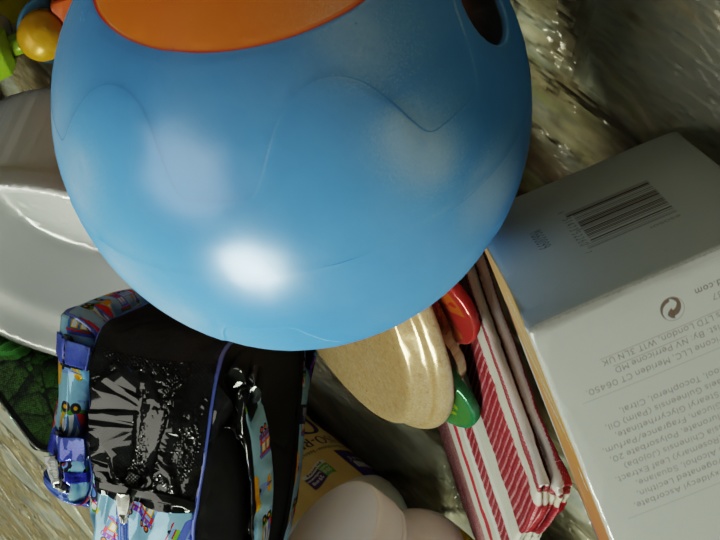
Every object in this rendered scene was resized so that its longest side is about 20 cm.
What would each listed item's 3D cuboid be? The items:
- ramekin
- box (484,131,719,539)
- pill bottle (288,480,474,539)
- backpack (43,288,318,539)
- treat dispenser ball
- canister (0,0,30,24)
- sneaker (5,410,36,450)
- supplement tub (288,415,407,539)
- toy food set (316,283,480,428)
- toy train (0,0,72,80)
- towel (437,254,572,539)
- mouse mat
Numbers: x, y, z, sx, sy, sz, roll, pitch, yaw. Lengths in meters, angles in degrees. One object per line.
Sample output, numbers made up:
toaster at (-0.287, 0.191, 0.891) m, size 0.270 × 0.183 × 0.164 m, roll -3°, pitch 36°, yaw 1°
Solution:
ramekin at (-0.187, -0.031, 0.995) m, size 0.199 × 0.098 × 0.201 m, roll 8°, pitch 146°, yaw 5°
box at (0.139, 0.065, 0.638) m, size 0.152 × 0.106 × 0.201 m, roll -104°, pitch -9°, yaw -72°
pill bottle at (0.047, 0.218, 0.909) m, size 0.200 × 0.113 × 0.112 m, roll 42°, pitch 155°, yaw -25°
backpack at (-0.106, 0.119, 0.888) m, size 0.133 × 0.183 × 0.202 m, roll 8°, pitch 102°, yaw 12°
treat dispenser ball at (-0.028, -0.068, 0.621) m, size 0.200 × 0.200 × 0.202 m, roll 35°, pitch 144°, yaw 31°
canister at (-0.337, -0.241, 1.095) m, size 0.199 × 0.086 × 0.149 m, roll 14°, pitch 131°, yaw 46°
sneaker at (-0.231, 0.092, 1.232) m, size 0.074 × 0.118 × 0.200 m, roll 56°, pitch 148°, yaw 1°
supplement tub at (-0.057, 0.179, 1.046) m, size 0.200 × 0.145 × 0.146 m, roll 35°, pitch 144°, yaw 29°
toy food set at (0.000, 0.000, 0.800) m, size 0.201 × 0.048 × 0.198 m, roll 61°, pitch 163°, yaw 0°
toy train at (-0.183, -0.140, 0.880) m, size 0.200 × 0.115 × 0.085 m, roll -133°, pitch 27°, yaw -73°
towel at (0.070, 0.081, 0.808) m, size 0.200 × 0.023 × 0.145 m, roll 96°, pitch 157°, yaw -66°
mouse mat at (-0.219, 0.035, 1.099) m, size 0.008 × 0.200 × 0.161 m, roll -38°, pitch 87°, yaw 32°
